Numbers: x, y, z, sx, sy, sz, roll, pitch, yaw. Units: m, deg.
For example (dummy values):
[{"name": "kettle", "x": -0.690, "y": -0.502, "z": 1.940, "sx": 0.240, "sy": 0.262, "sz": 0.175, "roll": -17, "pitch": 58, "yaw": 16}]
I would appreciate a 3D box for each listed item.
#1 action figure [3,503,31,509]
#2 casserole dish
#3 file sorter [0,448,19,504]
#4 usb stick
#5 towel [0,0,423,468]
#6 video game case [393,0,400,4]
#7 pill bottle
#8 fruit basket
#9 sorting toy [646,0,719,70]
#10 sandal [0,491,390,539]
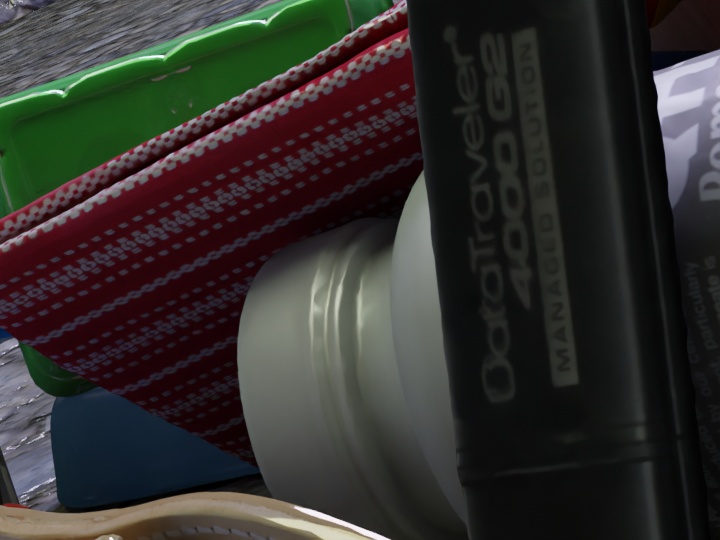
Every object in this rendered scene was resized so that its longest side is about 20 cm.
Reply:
[{"name": "action figure", "x": -0.103, "y": 0.102, "z": 0.704, "sx": 0.065, "sy": 0.052, "sz": 0.200, "roll": -18, "pitch": 18, "yaw": 1}, {"name": "casserole dish", "x": -0.019, "y": 0.025, "z": 0.912, "sx": 0.199, "sy": 0.039, "sz": 0.121, "roll": -14, "pitch": 16, "yaw": 35}, {"name": "file sorter", "x": -0.206, "y": 0.012, "z": 0.843, "sx": 0.124, "sy": 0.201, "sz": 0.139, "roll": -24, "pitch": -16, "yaw": 10}, {"name": "usb stick", "x": 0.039, "y": -0.005, "z": 0.567, "sx": 0.055, "sy": 0.201, "sz": 0.033, "roll": -10, "pitch": -5, "yaw": 40}, {"name": "towel", "x": 0.000, "y": 0.000, "z": 0.728, "sx": 0.144, "sy": 0.023, "sz": 0.200, "roll": -26, "pitch": -28, "yaw": 16}, {"name": "video game case", "x": 0.104, "y": -0.151, "z": 1.006, "sx": 0.200, "sy": 0.023, "sz": 0.182, "roll": -38, "pitch": -3, "yaw": 17}, {"name": "pill bottle", "x": 0.076, "y": 0.009, "z": 0.627, "sx": 0.199, "sy": 0.111, "sz": 0.111, "roll": -16, "pitch": 14, "yaw": 29}, {"name": "fruit basket", "x": -0.038, "y": -0.013, "z": 0.844, "sx": 0.185, "sy": 0.094, "sz": 0.200, "roll": -19, "pitch": -14, "yaw": -2}, {"name": "sorting toy", "x": 0.090, "y": -0.077, "z": 0.797, "sx": 0.070, "sy": 0.200, "sz": 0.199, "roll": -42, "pitch": 17, "yaw": -14}, {"name": "sandal", "x": -0.059, "y": 0.088, "z": 0.591, "sx": 0.211, "sy": 0.078, "sz": 0.070, "roll": 12, "pitch": 45, "yaw": 41}]
